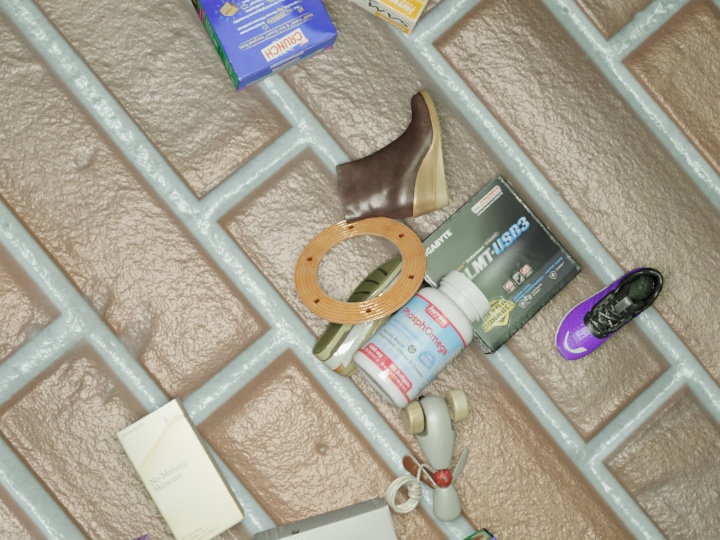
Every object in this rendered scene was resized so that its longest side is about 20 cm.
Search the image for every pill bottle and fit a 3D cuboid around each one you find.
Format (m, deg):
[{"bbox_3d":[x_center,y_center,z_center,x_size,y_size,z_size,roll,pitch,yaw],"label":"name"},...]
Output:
[{"bbox_3d":[0.092,0.096,1.581,0.200,0.109,0.109,-44,91,-9],"label":"pill bottle"}]

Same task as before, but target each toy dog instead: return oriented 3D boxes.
[{"bbox_3d":[0.107,0.264,1.632,0.131,0.096,0.201,12,97,-13],"label":"toy dog"}]

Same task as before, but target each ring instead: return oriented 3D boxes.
[{"bbox_3d":[0.000,0.000,1.614,0.199,0.019,0.201,-7,49,9],"label":"ring"}]

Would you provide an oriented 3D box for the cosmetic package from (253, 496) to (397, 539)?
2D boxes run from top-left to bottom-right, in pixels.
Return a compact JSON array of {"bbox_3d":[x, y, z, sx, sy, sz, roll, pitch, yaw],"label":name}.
[{"bbox_3d":[-0.047,0.400,1.583,0.199,0.107,0.091,-18,88,-9],"label":"cosmetic package"}]

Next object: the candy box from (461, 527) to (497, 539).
[{"bbox_3d":[0.143,0.507,1.609,0.199,0.077,0.170,-27,90,-9],"label":"candy box"}]

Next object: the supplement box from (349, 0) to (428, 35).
[{"bbox_3d":[0.074,-0.485,1.686,0.126,0.074,0.201,28,83,-3],"label":"supplement box"}]

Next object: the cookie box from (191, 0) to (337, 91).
[{"bbox_3d":[-0.155,-0.401,1.652,0.171,0.075,0.201,-26,88,-8],"label":"cookie box"}]

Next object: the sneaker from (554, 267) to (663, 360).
[{"bbox_3d":[0.381,0.059,1.659,0.200,0.100,0.070,-39,88,-8],"label":"sneaker"}]

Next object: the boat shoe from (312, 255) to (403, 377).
[{"bbox_3d":[0.014,0.069,1.639,0.068,0.075,0.200,43,81,-19],"label":"boat shoe"}]

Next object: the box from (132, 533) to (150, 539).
[{"bbox_3d":[-0.366,0.499,1.544,0.199,0.097,0.177,-21,88,-8],"label":"box"}]

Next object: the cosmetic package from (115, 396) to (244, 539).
[{"bbox_3d":[-0.260,0.295,1.585,0.103,0.073,0.200,-31,90,-8],"label":"cosmetic package"}]

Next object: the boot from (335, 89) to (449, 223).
[{"bbox_3d":[0.043,-0.174,1.659,0.166,0.072,0.201,-7,75,2],"label":"boot"}]

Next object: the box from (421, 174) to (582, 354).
[{"bbox_3d":[0.202,-0.009,1.674,0.200,0.050,0.199,-41,91,-8],"label":"box"}]
